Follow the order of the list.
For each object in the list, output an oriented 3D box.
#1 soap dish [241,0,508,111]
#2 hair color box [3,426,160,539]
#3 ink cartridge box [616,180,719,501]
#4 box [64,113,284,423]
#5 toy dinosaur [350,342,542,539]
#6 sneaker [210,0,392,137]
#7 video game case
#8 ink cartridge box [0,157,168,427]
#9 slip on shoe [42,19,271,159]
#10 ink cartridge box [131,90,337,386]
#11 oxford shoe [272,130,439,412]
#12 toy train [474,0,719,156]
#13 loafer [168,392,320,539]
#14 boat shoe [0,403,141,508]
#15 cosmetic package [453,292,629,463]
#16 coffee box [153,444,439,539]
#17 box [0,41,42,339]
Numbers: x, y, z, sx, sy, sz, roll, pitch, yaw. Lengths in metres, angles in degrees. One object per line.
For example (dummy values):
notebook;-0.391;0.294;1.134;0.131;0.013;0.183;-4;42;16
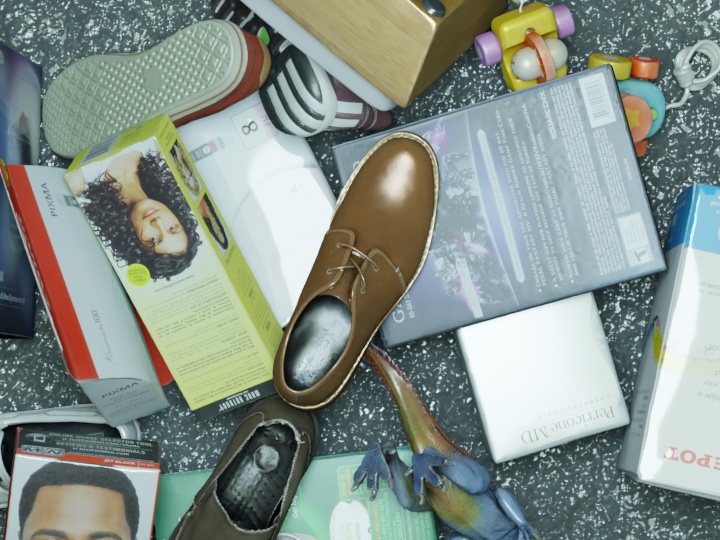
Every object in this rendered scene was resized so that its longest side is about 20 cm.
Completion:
soap dish;0.014;-0.205;1.598;0.157;0.200;0.081;39;124;3
hair color box;-0.198;0.215;1.614;0.101;0.061;0.202;6;104;-7
ink cartridge box;0.268;0.058;1.601;0.146;0.145;0.202;13;87;2
box;-0.120;0.000;1.604;0.075;0.050;0.201;-23;109;17
toy dinosaur;0.089;0.156;1.610;0.105;0.181;0.202;-16;64;37
sneaker;-0.031;-0.170;1.666;0.076;0.115;0.201;-46;52;38
video game case;0.093;-0.042;1.595;0.199;0.019;0.144;-16;87;12
ink cartridge box;-0.185;0.002;1.555;0.047;0.200;0.161;-20;73;-3
slip on shoe;-0.143;-0.121;1.634;0.199;0.061;0.075;-18;76;35
ink cartridge box;-0.113;-0.020;1.665;0.199;0.057;0.163;-27;87;-5
oxford shoe;0.000;0.000;1.567;0.071;0.071;0.201;22;86;5
toy train;0.167;-0.164;1.620;0.150;0.056;0.200;-45;115;2
loafer;-0.091;0.175;1.596;0.073;0.071;0.201;22;87;3
boat shoe;-0.253;0.129;1.650;0.199;0.065;0.074;-17;87;0
cosmetic package;0.110;0.024;1.644;0.101;0.071;0.201;-17;87;0
coffee box;-0.044;0.191;1.653;0.198;0.044;0.124;-8;86;1
box;-0.293;-0.057;1.591;0.122;0.200;0.200;1;87;6
